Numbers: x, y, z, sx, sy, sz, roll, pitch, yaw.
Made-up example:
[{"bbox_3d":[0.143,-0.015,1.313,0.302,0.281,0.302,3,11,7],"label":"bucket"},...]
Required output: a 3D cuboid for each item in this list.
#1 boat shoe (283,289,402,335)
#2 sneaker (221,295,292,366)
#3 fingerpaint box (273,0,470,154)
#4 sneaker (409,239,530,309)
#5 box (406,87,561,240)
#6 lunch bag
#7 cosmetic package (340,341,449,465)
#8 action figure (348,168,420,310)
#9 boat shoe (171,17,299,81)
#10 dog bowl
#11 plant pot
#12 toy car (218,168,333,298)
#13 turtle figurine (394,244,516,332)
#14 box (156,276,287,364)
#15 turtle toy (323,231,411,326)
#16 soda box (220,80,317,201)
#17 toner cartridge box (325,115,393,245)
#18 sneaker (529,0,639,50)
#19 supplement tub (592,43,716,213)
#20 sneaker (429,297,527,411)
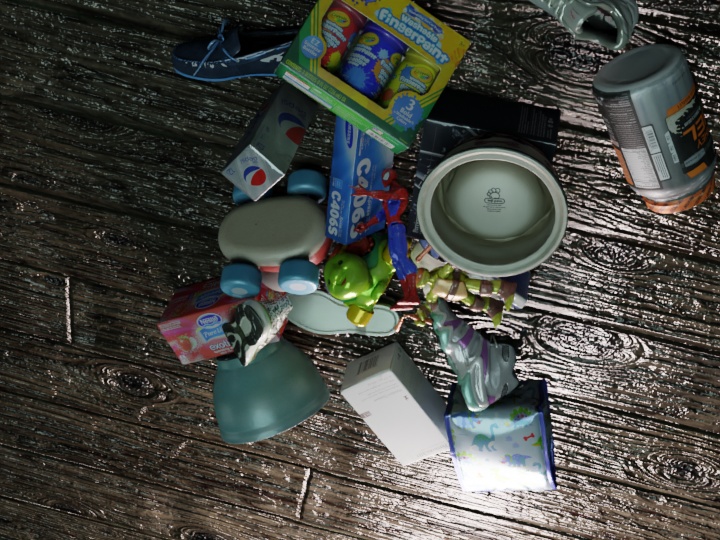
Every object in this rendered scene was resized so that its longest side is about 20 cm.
[{"bbox_3d":[-0.029,0.066,1.646,0.198,0.060,0.076,12,108,8],"label":"boat shoe"},{"bbox_3d":[-0.152,0.089,1.550,0.077,0.088,0.200,63,154,7],"label":"sneaker"},{"bbox_3d":[0.016,-0.278,1.314,0.199,0.073,0.168,33,83,-10],"label":"fingerpaint box"},{"bbox_3d":[0.156,0.002,1.549,0.198,0.081,0.115,29,138,-10],"label":"sneaker"},{"bbox_3d":[0.171,-0.135,1.419,0.181,0.104,0.201,12,128,7],"label":"box"},{"bbox_3d":[0.241,0.291,1.704,0.169,0.128,0.201,-4,115,17],"label":"lunch bag"},{"bbox_3d":[0.069,0.232,1.732,0.112,0.081,0.200,-27,115,28],"label":"cosmetic package"},{"bbox_3d":[0.027,-0.048,1.412,0.098,0.202,0.065,0,166,-14],"label":"action figure"},{"bbox_3d":[-0.166,-0.314,1.394,0.198,0.085,0.069,-6,145,2],"label":"boat shoe"},{"bbox_3d":[0.177,-0.093,1.336,0.198,0.074,0.201,7,127,10],"label":"dog bowl"},{"bbox_3d":[-0.167,0.184,1.699,0.199,0.200,0.135,-15,104,24],"label":"plant pot"},{"bbox_3d":[-0.109,-0.026,1.562,0.175,0.186,0.200,-4,154,16],"label":"toy car"},{"bbox_3d":[0.137,0.032,1.482,0.160,0.065,0.201,18,128,-7],"label":"turtle figurine"},{"bbox_3d":[-0.224,0.073,1.677,0.199,0.100,0.096,-15,121,24],"label":"box"},{"bbox_3d":[0.000,0.000,1.510,0.101,0.200,0.146,31,104,-2],"label":"turtle toy"},{"bbox_3d":[-0.123,-0.184,1.395,0.063,0.201,0.068,41,124,-16],"label":"soda box"},{"bbox_3d":[0.002,-0.145,1.436,0.043,0.095,0.201,24,123,31],"label":"toner cartridge box"},{"bbox_3d":[0.259,-0.340,1.245,0.199,0.100,0.078,25,128,-5],"label":"sneaker"},{"bbox_3d":[0.390,-0.183,1.316,0.122,0.123,0.201,-16,121,24],"label":"supplement tub"},{"bbox_3d":[0.200,0.112,1.620,0.139,0.078,0.201,-24,95,-1],"label":"sneaker"}]
